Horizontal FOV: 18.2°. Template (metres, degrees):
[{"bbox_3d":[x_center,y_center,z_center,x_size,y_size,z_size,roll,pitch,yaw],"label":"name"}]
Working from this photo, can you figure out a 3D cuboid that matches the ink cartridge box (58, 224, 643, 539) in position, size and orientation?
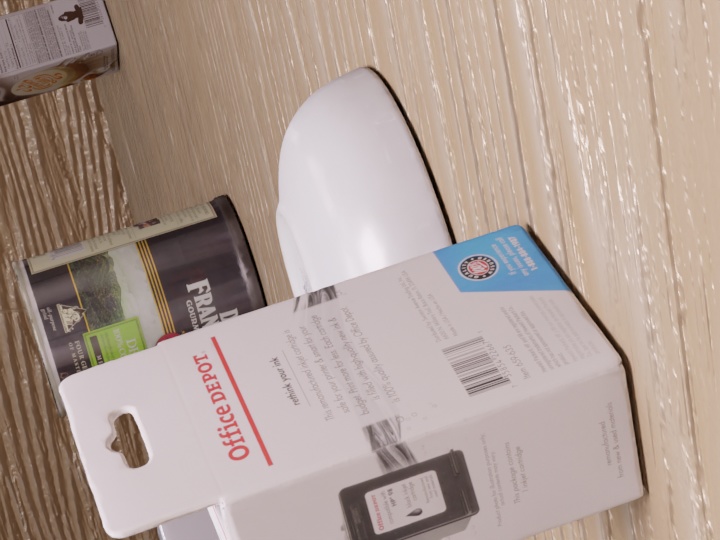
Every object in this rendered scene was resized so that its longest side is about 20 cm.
[{"bbox_3d":[-0.006,0.064,0.870,0.116,0.199,0.067,-120,14,-56],"label":"ink cartridge box"}]

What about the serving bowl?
[{"bbox_3d":[0.000,0.000,1.160,0.200,0.065,0.201,163,90,-82],"label":"serving bowl"}]

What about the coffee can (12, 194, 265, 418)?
[{"bbox_3d":[-0.194,0.032,2.002,0.146,0.199,0.147,162,90,-82],"label":"coffee can"}]

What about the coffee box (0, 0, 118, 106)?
[{"bbox_3d":[-0.400,-0.264,2.731,0.114,0.199,0.080,110,142,-76],"label":"coffee box"}]

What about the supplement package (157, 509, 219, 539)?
[{"bbox_3d":[-0.059,0.265,1.745,0.111,0.155,0.201,106,146,-74],"label":"supplement package"}]
